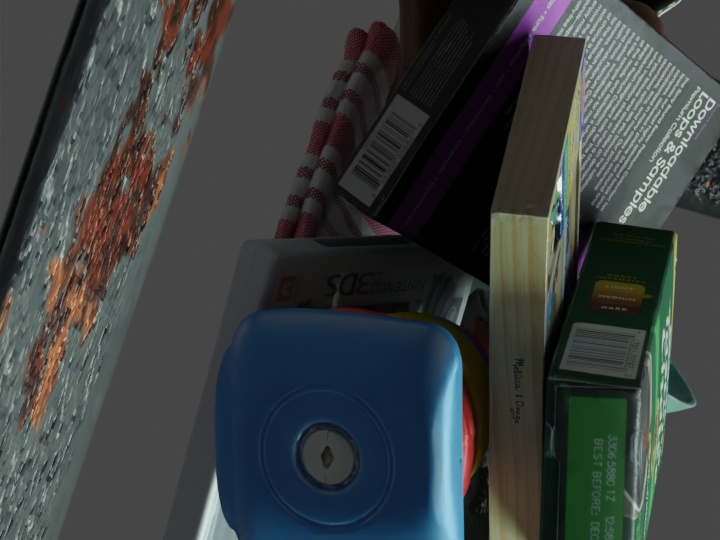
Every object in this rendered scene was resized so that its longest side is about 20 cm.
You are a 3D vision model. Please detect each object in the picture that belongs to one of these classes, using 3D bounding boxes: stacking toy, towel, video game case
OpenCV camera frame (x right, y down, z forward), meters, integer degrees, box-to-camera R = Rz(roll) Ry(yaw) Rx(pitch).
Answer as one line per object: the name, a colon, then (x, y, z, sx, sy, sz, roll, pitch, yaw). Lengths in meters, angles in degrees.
stacking toy: (0.024, 0.057, 1.109, 0.200, 0.109, 0.117, -27, 119, -64)
towel: (0.000, 0.000, 1.210, 0.147, 0.030, 0.201, 55, 48, -55)
video game case: (-0.021, 0.081, 1.155, 0.181, 0.023, 0.201, -3, 112, -57)

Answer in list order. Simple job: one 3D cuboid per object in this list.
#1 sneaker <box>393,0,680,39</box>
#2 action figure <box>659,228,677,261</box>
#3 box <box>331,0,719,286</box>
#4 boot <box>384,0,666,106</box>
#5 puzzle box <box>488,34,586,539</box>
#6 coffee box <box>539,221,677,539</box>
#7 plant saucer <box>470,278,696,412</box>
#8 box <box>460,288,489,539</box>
sneaker: (0.102, -0.144, 1.406, 0.199, 0.087, 0.076, -32, 112, -37)
action figure: (0.103, -0.067, 1.538, 0.104, 0.201, 0.194, -34, -174, 5)
box: (0.088, -0.059, 1.160, 0.143, 0.036, 0.200, -56, 141, 3)
boot: (0.081, -0.143, 1.167, 0.187, 0.068, 0.201, -26, 137, -26)
puzzle box: (0.078, 0.016, 1.094, 0.133, 0.025, 0.201, -74, 166, -50)
coffee box: (0.111, 0.066, 1.112, 0.200, 0.044, 0.124, -60, 153, -69)
plant saucer: (0.101, 0.015, 1.370, 0.036, 0.200, 0.200, -46, 179, 11)
box: (0.032, 0.130, 1.273, 0.200, 0.048, 0.159, -41, -132, 36)
